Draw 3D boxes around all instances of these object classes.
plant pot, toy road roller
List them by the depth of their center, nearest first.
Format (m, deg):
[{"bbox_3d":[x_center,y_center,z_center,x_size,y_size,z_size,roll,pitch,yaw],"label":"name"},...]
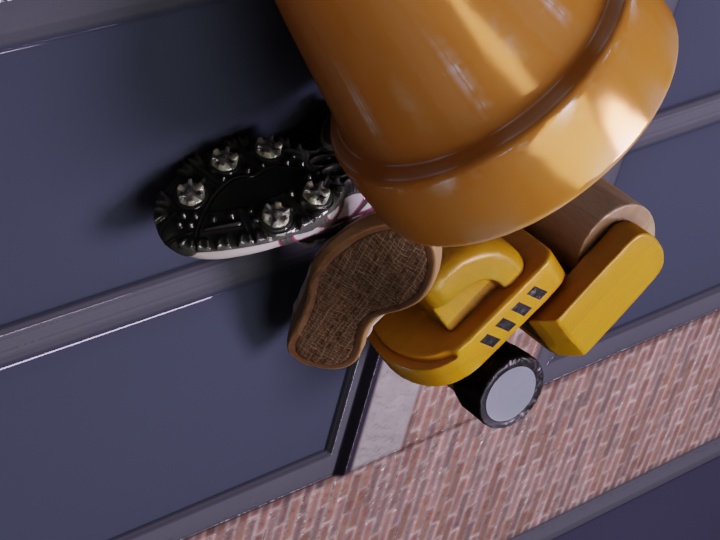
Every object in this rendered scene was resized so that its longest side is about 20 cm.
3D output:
[{"bbox_3d":[0.042,-0.147,1.184,0.200,0.200,0.183,-46,123,-7],"label":"plant pot"},{"bbox_3d":[0.090,-0.007,1.461,0.200,0.123,0.146,-45,137,-6],"label":"toy road roller"}]

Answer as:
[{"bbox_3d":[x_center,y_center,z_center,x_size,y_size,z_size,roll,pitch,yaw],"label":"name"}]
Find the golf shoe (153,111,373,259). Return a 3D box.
[{"bbox_3d":[-0.038,-0.040,1.308,0.200,0.077,0.088,-24,150,-33],"label":"golf shoe"}]

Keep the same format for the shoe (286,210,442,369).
[{"bbox_3d":[0.000,0.000,1.352,0.200,0.070,0.053,130,-22,-59],"label":"shoe"}]
